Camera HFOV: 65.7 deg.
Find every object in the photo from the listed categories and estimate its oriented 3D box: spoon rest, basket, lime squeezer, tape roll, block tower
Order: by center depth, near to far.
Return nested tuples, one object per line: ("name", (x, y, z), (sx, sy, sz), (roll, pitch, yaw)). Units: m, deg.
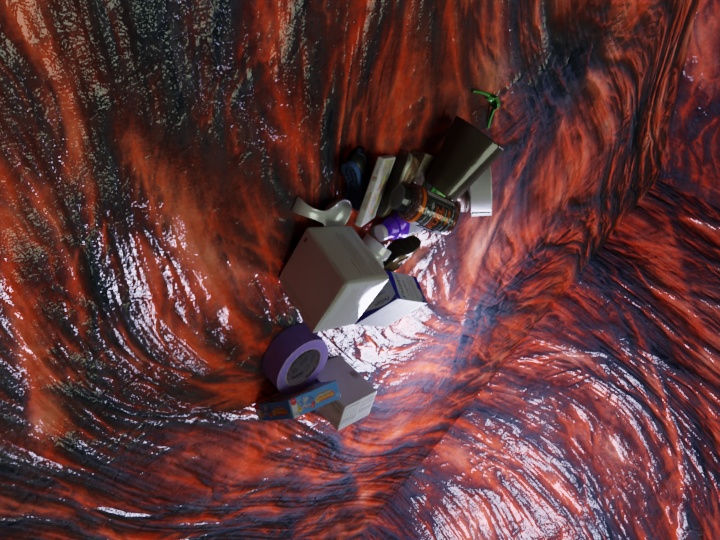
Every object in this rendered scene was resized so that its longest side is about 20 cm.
("spoon rest", (-0.090, -0.149, 1.470), (0.198, 0.060, 0.101), (3, 118, -51))
("basket", (0.289, -0.316, 1.633), (0.201, 0.180, 0.135), (-54, 159, 13))
("block tower", (0.148, -0.261, 1.667), (0.054, 0.058, 0.203), (0, 122, -51))
("tape roll", (-0.198, 0.270, 1.702), (0.198, 0.085, 0.203), (-32, 141, -30))
("lime squeezer", (0.403, -0.532, 1.763), (0.070, 0.038, 0.200), (-25, 152, 16))
("tape roll", (0.393, -0.280, 1.833), (0.202, 0.069, 0.207), (-3, 90, -80))

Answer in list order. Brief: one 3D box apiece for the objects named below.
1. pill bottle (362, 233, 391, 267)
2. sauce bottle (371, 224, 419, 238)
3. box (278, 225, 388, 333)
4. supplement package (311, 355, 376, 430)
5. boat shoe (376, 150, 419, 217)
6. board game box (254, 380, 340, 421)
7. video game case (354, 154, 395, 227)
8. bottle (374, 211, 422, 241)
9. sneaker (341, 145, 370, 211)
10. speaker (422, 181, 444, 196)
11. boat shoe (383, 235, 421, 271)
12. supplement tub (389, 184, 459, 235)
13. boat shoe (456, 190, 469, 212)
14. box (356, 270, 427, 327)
("pill bottle", (0.000, 0.000, 1.671), (0.202, 0.113, 0.113), (-55, 147, 3))
("sauce bottle", (0.114, -0.130, 1.736), (0.198, 0.064, 0.066), (-16, 133, -45))
("box", (-0.074, 0.020, 1.483), (0.170, 0.200, 0.201), (-6, 141, -47))
("supplement package", (-0.073, 0.407, 1.876), (0.154, 0.199, 0.113), (-14, 132, -43))
("boat shoe", (0.111, -0.241, 1.611), (0.071, 0.076, 0.202), (16, 110, -40))
("board game box", (-0.197, 0.408, 1.747), (0.198, 0.194, 0.057), (-13, 86, -44))
("video game case", (0.043, -0.219, 1.505), (0.200, 0.023, 0.185), (-46, 156, -73))
("bottle", (0.128, -0.139, 1.647), (0.198, 0.065, 0.085), (-25, 135, -33))
("sneaker", (-0.003, -0.241, 1.484), (0.079, 0.069, 0.201), (-58, 162, -24))
("speaker", (0.240, -0.265, 1.751), (0.202, 0.088, 0.088), (-58, 147, 7))
("boat shoe", (0.110, -0.044, 1.805), (0.198, 0.072, 0.069), (-29, 148, -19))
("supplement tub", (0.177, -0.175, 1.574), (0.197, 0.107, 0.108), (17, 109, -32))
("boat shoe", (0.321, -0.273, 1.869), (0.067, 0.072, 0.202), (-24, 133, -10))
("box", (0.083, 0.095, 1.803), (0.183, 0.107, 0.199), (-33, 156, 27))
